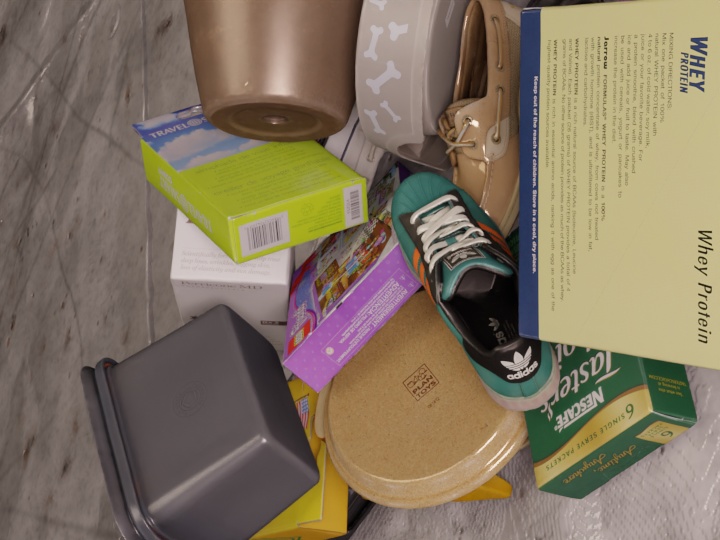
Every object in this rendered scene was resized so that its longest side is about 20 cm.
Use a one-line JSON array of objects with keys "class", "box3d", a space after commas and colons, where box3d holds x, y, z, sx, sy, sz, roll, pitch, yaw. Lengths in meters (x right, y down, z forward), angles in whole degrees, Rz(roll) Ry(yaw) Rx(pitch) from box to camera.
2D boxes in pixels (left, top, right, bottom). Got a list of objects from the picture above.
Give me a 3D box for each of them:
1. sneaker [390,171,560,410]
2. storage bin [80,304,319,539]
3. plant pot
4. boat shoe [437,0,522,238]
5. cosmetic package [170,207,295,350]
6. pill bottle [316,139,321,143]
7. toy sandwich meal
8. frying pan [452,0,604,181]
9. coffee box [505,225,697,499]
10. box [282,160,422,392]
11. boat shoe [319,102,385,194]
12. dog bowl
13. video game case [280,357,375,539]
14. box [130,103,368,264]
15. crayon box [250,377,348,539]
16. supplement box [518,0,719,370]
[{"class": "sneaker", "box3d": [0.074, -0.003, 1.083, 0.071, 0.080, 0.200, -28, 57, -2]}, {"class": "storage bin", "box3d": [-0.117, 0.135, 1.279, 0.134, 0.146, 0.200, -34, 44, 12]}, {"class": "plant pot", "box3d": [-0.061, -0.198, 1.259, 0.200, 0.200, 0.175, -16, 69, 55]}, {"class": "boat shoe", "box3d": [0.087, -0.105, 1.186, 0.071, 0.064, 0.201, -12, 64, 59]}, {"class": "cosmetic package", "box3d": [-0.108, 0.008, 1.398, 0.200, 0.101, 0.074, 91, -178, -73]}, {"class": "pill bottle", "box3d": [-0.045, -0.144, 1.433, 0.200, 0.113, 0.113, -61, 33, 23]}, {"class": "toy sandwich meal", "box3d": [0.056, 0.100, 1.198, 0.205, 0.070, 0.206, -17, 52, 23]}, {"class": "frying pan", "box3d": [0.137, -0.133, 1.210, 0.115, 0.031, 0.190, 44, 118, 58]}, {"class": "coffee box", "box3d": [0.156, 0.040, 1.090, 0.123, 0.044, 0.200, -41, 44, 43]}, {"class": "box", "box3d": [0.000, 0.000, 1.264, 0.137, 0.039, 0.200, -46, 14, 15]}, {"class": "boat shoe", "box3d": [0.011, -0.124, 1.342, 0.072, 0.066, 0.200, -93, 26, -67]}, {"class": "dog bowl", "box3d": [0.051, -0.178, 1.220, 0.059, 0.200, 0.201, 10, 84, 16]}, {"class": "video game case", "box3d": [-0.018, 0.117, 1.359, 0.181, 0.025, 0.200, -56, 35, 29]}, {"class": "box", "box3d": [-0.094, -0.080, 1.301, 0.200, 0.122, 0.048, 41, 142, 50]}, {"class": "crayon box", "box3d": [-0.065, 0.166, 1.341, 0.200, 0.051, 0.127, -23, 58, 53]}, {"class": "supplement box", "box3d": [0.204, -0.053, 0.906, 0.200, 0.134, 0.201, 7, 100, 55]}]
